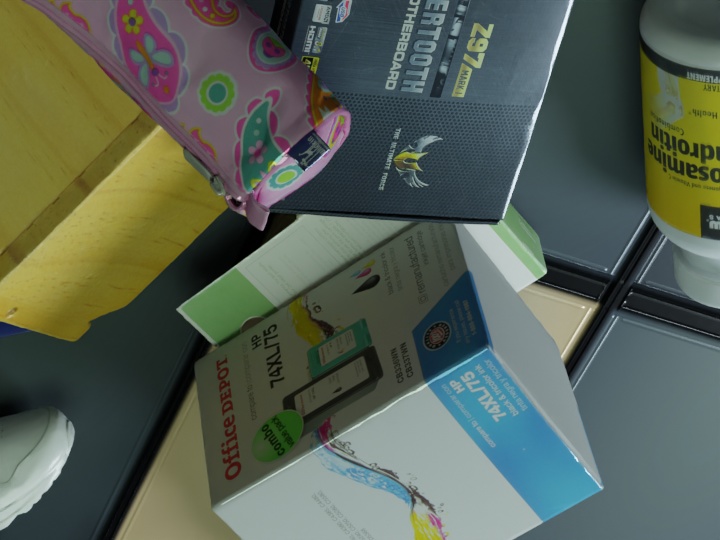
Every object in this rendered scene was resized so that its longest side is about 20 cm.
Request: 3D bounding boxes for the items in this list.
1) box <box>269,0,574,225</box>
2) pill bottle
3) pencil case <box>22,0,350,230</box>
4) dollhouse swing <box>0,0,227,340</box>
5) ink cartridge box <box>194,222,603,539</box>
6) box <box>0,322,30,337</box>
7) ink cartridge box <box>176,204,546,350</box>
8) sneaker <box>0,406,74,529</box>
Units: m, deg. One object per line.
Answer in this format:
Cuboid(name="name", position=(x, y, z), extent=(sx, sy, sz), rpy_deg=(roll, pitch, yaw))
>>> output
Cuboid(name="box", position=(0.028, -0.122, 1.236), extent=(0.156, 0.051, 0.201), rpy_deg=(3, 126, -20))
Cuboid(name="pill bottle", position=(0.231, -0.079, 1.372), extent=(0.111, 0.112, 0.201), rpy_deg=(-10, 126, -2))
Cuboid(name="pencil case", position=(-0.095, -0.115, 1.173), extent=(0.200, 0.087, 0.088), rpy_deg=(45, 114, 7))
Cuboid(name="dollhouse swing", position=(-0.183, -0.098, 1.315), extent=(0.200, 0.176, 0.182), rpy_deg=(-44, 159, 8))
Cuboid(name="ink cartridge box", position=(0.020, 0.096, 1.388), extent=(0.199, 0.147, 0.146), rpy_deg=(-32, 125, 13))
Cuboid(name="box", position=(-0.298, 0.001, 1.399), extent=(0.198, 0.033, 0.122), rpy_deg=(-12, 127, 1))
Cuboid(name="ink cartridge box", position=(0.000, 0.000, 1.434), extent=(0.199, 0.048, 0.146), rpy_deg=(-34, 123, 17))
Cuboid(name="sneaker", position=(-0.288, 0.127, 1.466), extent=(0.199, 0.078, 0.100), rpy_deg=(-22, 123, 6))
